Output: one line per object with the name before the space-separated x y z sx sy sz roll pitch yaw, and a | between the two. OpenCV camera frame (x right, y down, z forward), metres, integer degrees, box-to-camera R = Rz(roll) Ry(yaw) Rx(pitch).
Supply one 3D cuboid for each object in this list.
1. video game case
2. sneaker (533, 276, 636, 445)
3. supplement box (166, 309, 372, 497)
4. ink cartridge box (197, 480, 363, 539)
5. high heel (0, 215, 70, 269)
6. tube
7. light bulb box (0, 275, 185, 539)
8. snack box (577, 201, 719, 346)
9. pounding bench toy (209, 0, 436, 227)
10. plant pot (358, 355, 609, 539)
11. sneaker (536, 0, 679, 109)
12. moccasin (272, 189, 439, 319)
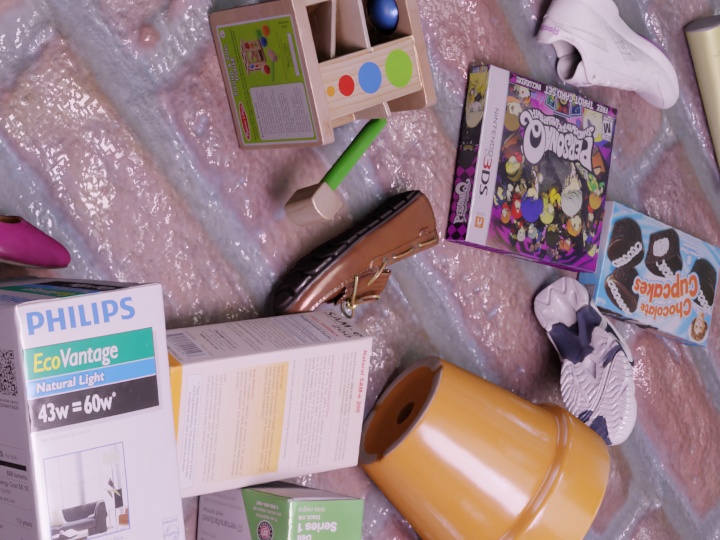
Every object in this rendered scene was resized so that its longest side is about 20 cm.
video game case | 0.181 -0.102 1.605 0.199 0.036 0.183 13 84 -39
sneaker | 0.254 0.113 1.604 0.079 0.200 0.130 -37 136 12
supplement box | -0.095 0.112 1.325 0.199 0.073 0.127 -6 113 -33
ink cartridge box | -0.075 0.288 1.331 0.084 0.146 0.202 5 87 -38
high heel | -0.302 -0.066 1.184 0.199 0.067 0.097 21 88 -34
tube | 0.427 -0.196 1.800 0.058 0.052 0.201 -17 112 3
light bulb box | -0.242 0.111 1.157 0.124 0.197 0.202 -9 98 -41
snack box | 0.324 0.006 1.724 0.199 0.037 0.117 19 80 -38
pounding bench toy | -0.018 -0.154 1.383 0.155 0.124 0.202 -22 105 -37
plant pot | 0.102 0.184 1.460 0.183 0.200 0.201 38 67 -17
sneaker | 0.262 -0.225 1.658 0.200 0.075 0.100 37 82 -29
moccasin | -0.001 0.000 1.439 0.201 0.073 0.078 -37 106 -41
